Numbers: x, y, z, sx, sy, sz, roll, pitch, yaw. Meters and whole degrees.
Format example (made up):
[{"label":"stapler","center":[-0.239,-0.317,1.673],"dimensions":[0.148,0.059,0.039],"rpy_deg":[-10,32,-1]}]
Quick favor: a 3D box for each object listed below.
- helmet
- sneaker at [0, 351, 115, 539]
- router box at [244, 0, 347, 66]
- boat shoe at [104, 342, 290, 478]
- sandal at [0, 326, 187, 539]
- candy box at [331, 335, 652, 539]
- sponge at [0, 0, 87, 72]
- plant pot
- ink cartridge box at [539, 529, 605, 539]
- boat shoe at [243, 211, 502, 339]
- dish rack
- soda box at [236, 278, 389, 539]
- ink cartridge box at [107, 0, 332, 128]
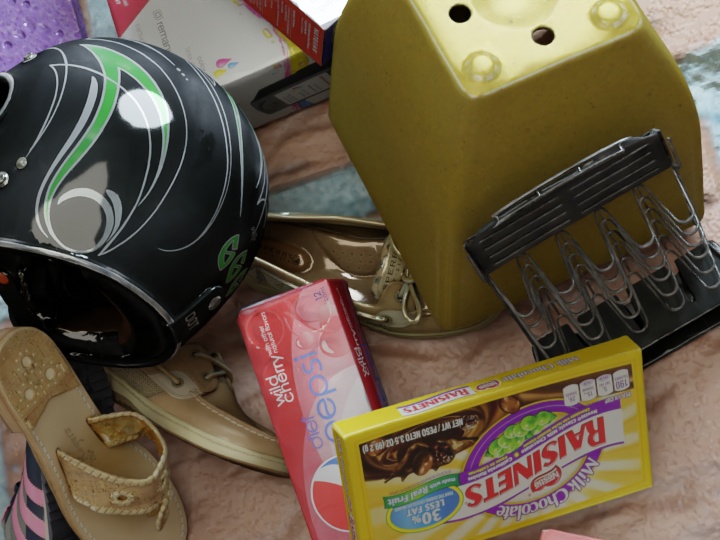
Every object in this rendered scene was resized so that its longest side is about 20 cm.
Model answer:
[{"label":"helmet","center":[-0.157,-0.053,1.179],"dimensions":[0.200,0.200,0.191],"rpy_deg":[9,60,18]},{"label":"sneaker","center":[-0.213,0.148,1.235],"dimensions":[0.082,0.070,0.200],"rpy_deg":[7,96,40]},{"label":"router box","center":[-0.022,-0.264,1.235],"dimensions":[0.179,0.049,0.200],"rpy_deg":[41,70,12]},{"label":"boat shoe","center":[-0.122,0.078,1.252],"dimensions":[0.200,0.071,0.065],"rpy_deg":[26,84,22]},{"label":"sandal","center":[-0.159,0.121,1.177],"dimensions":[0.070,0.212,0.078],"rpy_deg":[-1,43,44]},{"label":"candy box","center":[0.085,0.115,1.137],"dimensions":[0.200,0.102,0.026],"rpy_deg":[-16,26,-15]},{"label":"sponge","center":[-0.295,-0.139,1.384],"dimensions":[0.200,0.030,0.112],"rpy_deg":[-23,70,8]},{"label":"plant pot","center":[0.094,-0.118,1.146],"dimensions":[0.195,0.200,0.194],"rpy_deg":[-24,63,-7]},{"label":"ink cartridge box","center":[0.152,0.270,1.125],"dimensions":[0.116,0.067,0.200],"rpy_deg":[9,76,18]},{"label":"boat shoe","center":[0.000,0.000,1.244],"dimensions":[0.200,0.063,0.073],"rpy_deg":[7,77,17]},{"label":"dish rack","center":[0.152,-0.001,1.133],"dimensions":[0.153,0.200,0.055],"rpy_deg":[-32,57,5]},{"label":"soda box","center":[-0.013,0.109,1.192],"dimensions":[0.070,0.063,0.200],"rpy_deg":[-20,87,10]},{"label":"ink cartridge box","center":[-0.071,-0.190,1.305],"dimensions":[0.200,0.086,0.148],"rpy_deg":[-23,69,10]}]
